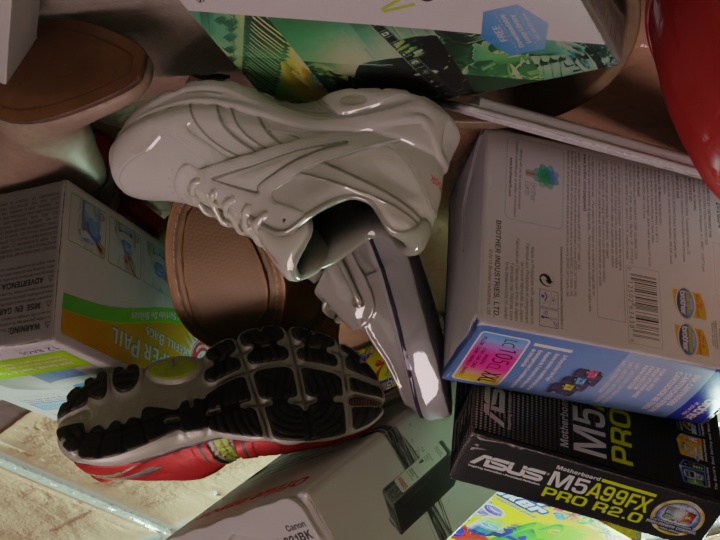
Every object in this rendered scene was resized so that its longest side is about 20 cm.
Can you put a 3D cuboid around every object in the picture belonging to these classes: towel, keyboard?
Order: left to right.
[{"bbox_3d":[-0.144,-0.158,0.753,0.199,0.035,0.133,-1,148,21],"label":"towel"},{"bbox_3d":[0.141,-0.068,0.743,0.199,0.011,0.056,13,180,-17],"label":"keyboard"}]

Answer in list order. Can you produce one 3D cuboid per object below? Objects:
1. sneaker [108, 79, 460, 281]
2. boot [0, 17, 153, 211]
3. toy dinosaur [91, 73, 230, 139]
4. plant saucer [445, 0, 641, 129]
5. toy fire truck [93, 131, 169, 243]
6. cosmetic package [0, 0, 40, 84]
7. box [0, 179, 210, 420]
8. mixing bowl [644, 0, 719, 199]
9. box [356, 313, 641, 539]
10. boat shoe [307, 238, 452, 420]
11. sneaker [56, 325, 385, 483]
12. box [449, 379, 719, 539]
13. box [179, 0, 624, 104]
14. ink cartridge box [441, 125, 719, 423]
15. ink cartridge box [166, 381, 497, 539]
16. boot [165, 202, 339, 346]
[{"bbox_3d":[-0.050,-0.044,0.710,0.199,0.100,0.078,0,154,19],"label":"sneaker"},{"bbox_3d":[-0.186,-0.078,0.804,0.199,0.071,0.146,3,150,23],"label":"boot"},{"bbox_3d":[-0.090,-0.076,0.840,0.199,0.059,0.101,12,151,2],"label":"toy dinosaur"},{"bbox_3d":[0.048,-0.147,0.698,0.199,0.030,0.201,11,149,6],"label":"plant saucer"},{"bbox_3d":[-0.142,-0.026,0.952,0.140,0.049,0.200,0,145,19],"label":"toy fire truck"},{"bbox_3d":[-0.197,-0.193,0.656,0.082,0.051,0.201,21,136,-1],"label":"cosmetic package"},{"bbox_3d":[-0.180,0.033,0.867,0.112,0.102,0.200,-9,157,22],"label":"box"},{"bbox_3d":[0.236,-0.083,0.651,0.199,0.109,0.201,9,149,6],"label":"mixing bowl"},{"bbox_3d":[0.093,0.142,1.063,0.199,0.123,0.192,31,144,-27],"label":"box"},{"bbox_3d":[0.000,0.000,0.792,0.065,0.072,0.201,-18,103,10],"label":"boat shoe"},{"bbox_3d":[-0.083,0.089,0.813,0.198,0.077,0.085,-6,149,1],"label":"sneaker"},{"bbox_3d":[0.142,0.066,0.840,0.159,0.201,0.044,17,129,-5],"label":"box"},{"bbox_3d":[0.013,-0.139,0.661,0.199,0.037,0.144,-6,145,32],"label":"box"},{"bbox_3d":[0.154,0.008,0.788,0.199,0.137,0.076,10,150,-9],"label":"ink cartridge box"},{"bbox_3d":[-0.004,0.146,0.851,0.144,0.200,0.084,-27,92,43],"label":"ink cartridge box"},{"bbox_3d":[-0.065,0.000,0.880,0.073,0.155,0.201,-11,120,12],"label":"boot"}]
